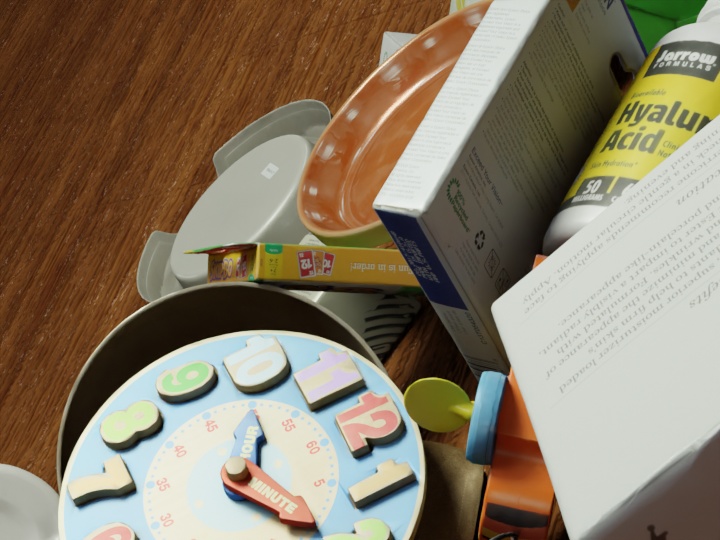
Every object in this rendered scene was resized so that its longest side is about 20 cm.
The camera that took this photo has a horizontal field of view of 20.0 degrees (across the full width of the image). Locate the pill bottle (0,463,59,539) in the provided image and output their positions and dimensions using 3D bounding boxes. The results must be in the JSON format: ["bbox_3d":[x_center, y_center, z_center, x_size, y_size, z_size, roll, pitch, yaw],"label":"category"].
[{"bbox_3d":[-0.246,0.200,1.322,0.114,0.114,0.200,-57,1,-23],"label":"pill bottle"}]

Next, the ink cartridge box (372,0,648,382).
[{"bbox_3d":[0.101,-0.048,1.129,0.043,0.197,0.200,11,58,36],"label":"ink cartridge box"}]

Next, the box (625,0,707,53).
[{"bbox_3d":[0.261,-0.231,1.269,0.200,0.097,0.177,-18,36,46],"label":"box"}]

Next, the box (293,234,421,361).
[{"bbox_3d":[-0.055,0.074,1.336,0.200,0.068,0.082,-53,25,-13],"label":"box"}]

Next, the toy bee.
[{"bbox_3d":[0.078,0.097,1.046,0.200,0.131,0.109,-51,-18,-26],"label":"toy bee"}]

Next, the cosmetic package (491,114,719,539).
[{"bbox_3d":[0.181,0.061,0.877,0.165,0.165,0.200,-40,25,14],"label":"cosmetic package"}]

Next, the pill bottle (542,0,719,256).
[{"bbox_3d":[0.189,-0.064,1.115,0.111,0.111,0.200,-7,45,53],"label":"pill bottle"}]

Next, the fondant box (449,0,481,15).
[{"bbox_3d":[0.110,-0.202,1.374,0.144,0.058,0.201,-122,38,-64],"label":"fondant box"}]

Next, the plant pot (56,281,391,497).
[{"bbox_3d":[-0.079,0.116,1.205,0.201,0.200,0.134,-51,1,-12],"label":"plant pot"}]

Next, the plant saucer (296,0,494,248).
[{"bbox_3d":[0.045,-0.089,1.271,0.200,0.032,0.201,-35,28,21],"label":"plant saucer"}]

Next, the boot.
[{"bbox_3d":[0.019,0.179,1.075,0.075,0.074,0.201,5,60,20],"label":"boot"}]

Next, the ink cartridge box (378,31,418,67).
[{"bbox_3d":[0.049,-0.095,1.407,0.200,0.037,0.095,-122,38,-66],"label":"ink cartridge box"}]

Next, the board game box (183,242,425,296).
[{"bbox_3d":[0.000,0.000,1.222,0.095,0.199,0.030,172,102,-68],"label":"board game box"}]

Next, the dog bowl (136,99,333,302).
[{"bbox_3d":[-0.079,-0.036,1.549,0.200,0.059,0.200,-35,28,22],"label":"dog bowl"}]

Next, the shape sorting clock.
[{"bbox_3d":[-0.063,0.113,1.075,0.199,0.039,0.201,-4,50,5],"label":"shape sorting clock"}]
